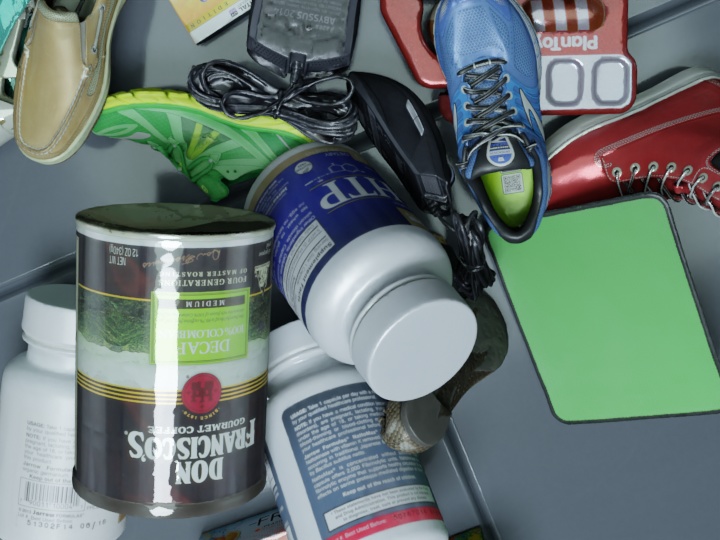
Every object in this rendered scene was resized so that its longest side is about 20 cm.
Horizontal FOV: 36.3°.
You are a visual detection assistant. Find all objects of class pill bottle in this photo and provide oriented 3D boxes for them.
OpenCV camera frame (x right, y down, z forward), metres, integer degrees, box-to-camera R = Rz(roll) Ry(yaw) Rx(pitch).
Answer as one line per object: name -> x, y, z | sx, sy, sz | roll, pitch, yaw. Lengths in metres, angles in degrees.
pill bottle -> -0.241, 0.119, 0.911 | 0.113, 0.114, 0.202 | 8, 100, -1
pill bottle -> -0.018, 0.144, 0.878 | 0.119, 0.120, 0.201 | -24, 65, 5
pill bottle -> 0.000, 0.000, 0.833 | 0.119, 0.200, 0.120 | -18, 133, -21

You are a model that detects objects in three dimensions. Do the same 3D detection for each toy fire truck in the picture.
toy fire truck -> 0.114, -0.200, 0.850 | 0.198, 0.112, 0.170 | -2, 99, 2

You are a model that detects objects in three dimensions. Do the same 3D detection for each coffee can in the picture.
coffee can -> -0.139, 0.060, 0.812 | 0.145, 0.146, 0.202 | 3, 101, 0

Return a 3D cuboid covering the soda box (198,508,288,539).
soda box -> -0.043, 0.240, 0.958 | 0.198, 0.064, 0.069 | -19, 100, 5

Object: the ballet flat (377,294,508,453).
ballet flat -> 0.066, 0.081, 0.876 | 0.046, 0.200, 0.068 | -30, 101, 38

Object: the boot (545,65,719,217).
boot -> 0.224, -0.067, 0.855 | 0.199, 0.145, 0.073 | -29, 132, 6

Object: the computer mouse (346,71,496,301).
computer mouse -> 0.058, -0.072, 0.886 | 0.046, 0.141, 0.201 | -30, 60, -6

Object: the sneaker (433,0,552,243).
sneaker -> 0.103, -0.111, 0.803 | 0.078, 0.089, 0.201 | -14, 114, 11

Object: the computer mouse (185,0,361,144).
computer mouse -> -0.048, -0.209, 0.849 | 0.137, 0.053, 0.202 | 14, 100, -4

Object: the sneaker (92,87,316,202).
sneaker -> -0.128, -0.100, 0.892 | 0.198, 0.074, 0.084 | 11, 96, -2

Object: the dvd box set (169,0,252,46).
dvd box set -> -0.124, -0.304, 0.877 | 0.146, 0.029, 0.201 | -30, 98, 6

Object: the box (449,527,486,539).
box -> 0.057, 0.365, 0.949 | 0.191, 0.122, 0.202 | -21, 100, 4

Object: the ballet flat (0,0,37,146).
ballet flat -> -0.288, -0.155, 0.885 | 0.070, 0.067, 0.202 | 19, 99, 3

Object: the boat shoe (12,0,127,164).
boat shoe -> -0.224, -0.182, 0.831 | 0.071, 0.076, 0.202 | 14, 88, 4

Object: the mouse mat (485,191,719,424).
mouse mat -> 0.199, 0.038, 0.893 | 0.160, 0.008, 0.201 | -10, 114, 35
